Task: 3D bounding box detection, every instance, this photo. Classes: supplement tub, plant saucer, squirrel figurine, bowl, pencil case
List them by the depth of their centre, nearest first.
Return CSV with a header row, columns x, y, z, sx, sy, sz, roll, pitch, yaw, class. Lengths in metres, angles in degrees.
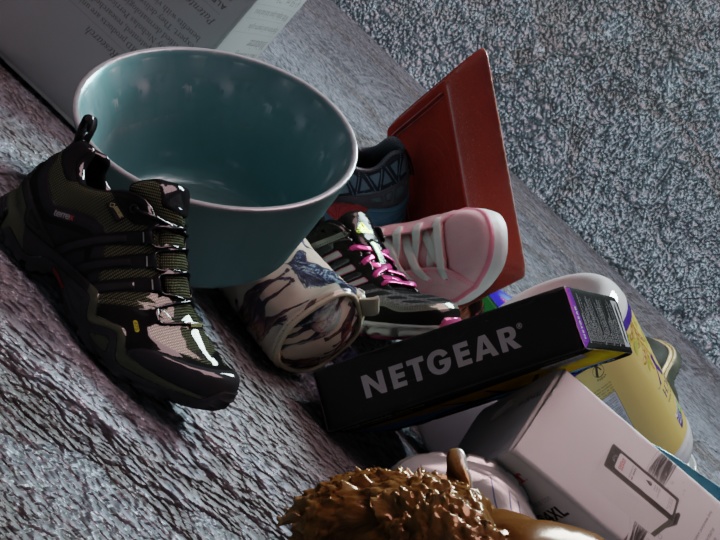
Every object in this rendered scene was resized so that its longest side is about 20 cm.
x,y,z,sx,sy,sz,roll,pitch,yaw,class
0.055,0.164,1.024,0.200,0.142,0.187,38,5,-29,squirrel figurine
-0.110,-0.061,1.257,0.200,0.105,0.201,10,35,-7,bowl
-0.070,-0.008,1.350,0.089,0.078,0.200,-17,46,-24,pencil case
0.189,0.120,1.484,0.200,0.145,0.145,61,5,-20,supplement tub
0.075,-0.071,1.565,0.200,0.037,0.200,147,-65,-69,plant saucer

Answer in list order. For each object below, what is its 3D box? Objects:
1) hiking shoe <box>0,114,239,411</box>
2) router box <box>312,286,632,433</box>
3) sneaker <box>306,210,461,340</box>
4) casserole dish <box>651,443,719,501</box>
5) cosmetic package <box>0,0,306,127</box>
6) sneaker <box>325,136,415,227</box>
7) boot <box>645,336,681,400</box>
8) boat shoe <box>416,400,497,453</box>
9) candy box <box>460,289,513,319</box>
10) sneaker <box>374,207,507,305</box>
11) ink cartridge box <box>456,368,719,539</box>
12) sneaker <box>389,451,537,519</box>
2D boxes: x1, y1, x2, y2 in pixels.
x,y,z,sx,sy,sz,roll,pitch,yaw,class
-0.134,-0.004,1.082,0.200,0.101,0.076,45,13,15,hiking shoe
0.084,0.068,1.303,0.149,0.200,0.051,11,61,-68,router box
0.000,0.000,1.386,0.200,0.088,0.074,19,8,42,sneaker
0.260,0.191,1.365,0.200,0.039,0.121,33,-12,-5,casserole dish
-0.175,-0.217,1.478,0.165,0.200,0.165,42,11,4,cosmetic package
-0.051,-0.096,1.570,0.200,0.096,0.079,4,30,-16,sneaker
0.232,0.076,1.692,0.138,0.077,0.200,39,14,-7,boot
0.117,0.164,1.414,0.200,0.069,0.057,45,-7,8,boat shoe
0.170,0.107,1.743,0.169,0.077,0.200,33,13,-41,candy box
0.026,-0.005,1.479,0.105,0.200,0.075,5,75,-38,sneaker
0.168,0.180,1.291,0.200,0.084,0.146,40,-29,-5,ink cartridge box
0.099,0.197,1.202,0.200,0.075,0.087,36,26,-6,sneaker
